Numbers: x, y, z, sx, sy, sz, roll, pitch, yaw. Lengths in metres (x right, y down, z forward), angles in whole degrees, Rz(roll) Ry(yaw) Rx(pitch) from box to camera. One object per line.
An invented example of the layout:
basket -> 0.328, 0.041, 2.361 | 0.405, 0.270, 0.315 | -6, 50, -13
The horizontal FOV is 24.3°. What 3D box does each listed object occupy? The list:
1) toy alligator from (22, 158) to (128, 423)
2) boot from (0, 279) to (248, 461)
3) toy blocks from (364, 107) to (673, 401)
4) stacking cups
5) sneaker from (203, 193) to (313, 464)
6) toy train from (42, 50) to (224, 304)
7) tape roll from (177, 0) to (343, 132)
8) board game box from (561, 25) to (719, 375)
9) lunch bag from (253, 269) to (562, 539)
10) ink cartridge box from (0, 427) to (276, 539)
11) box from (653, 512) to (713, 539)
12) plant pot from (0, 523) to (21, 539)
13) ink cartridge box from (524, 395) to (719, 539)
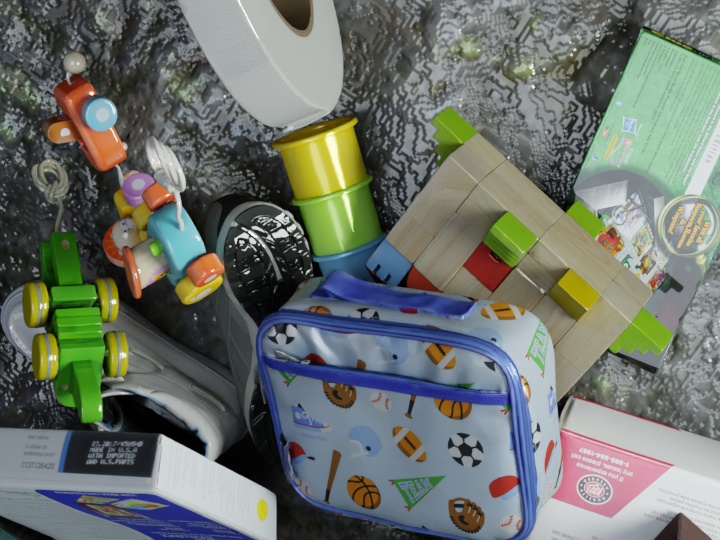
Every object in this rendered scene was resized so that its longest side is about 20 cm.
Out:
toy alligator -> -0.197, 0.022, 1.119 | 0.059, 0.202, 0.054 | -2, 147, -23
boot -> -0.172, 0.071, 1.152 | 0.198, 0.096, 0.074 | 24, 107, 8
toy blocks -> 0.083, 0.017, 1.068 | 0.200, 0.100, 0.137 | 43, 123, 5
stacking cups -> 0.000, 0.000, 1.121 | 0.060, 0.061, 0.202 | -14, 104, 16
sneaker -> -0.061, 0.039, 1.138 | 0.073, 0.079, 0.202 | -19, 116, -20
toy train -> -0.157, -0.051, 1.087 | 0.055, 0.200, 0.151 | -30, 120, -12
tape roll -> -0.067, -0.186, 1.013 | 0.037, 0.203, 0.205 | -19, 98, 17
board game box -> 0.187, -0.043, 1.076 | 0.104, 0.023, 0.202 | 26, 108, 9
lunch bag -> 0.026, 0.082, 1.049 | 0.198, 0.076, 0.162 | 7, 122, 29
ink cartridge box -> -0.163, 0.152, 1.124 | 0.196, 0.200, 0.048 | -2, 69, 27
box -> 0.175, 0.229, 0.960 | 0.075, 0.200, 0.100 | 39, 108, 0
plant pot -> -0.307, 0.233, 1.189 | 0.199, 0.200, 0.135 | 31, 81, 5
ink cartridge box -> 0.175, 0.206, 1.104 | 0.143, 0.084, 0.202 | 17, 105, 9
